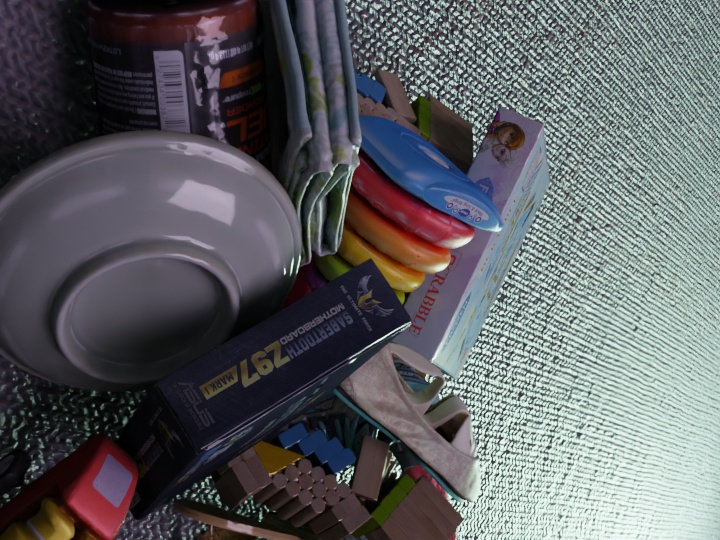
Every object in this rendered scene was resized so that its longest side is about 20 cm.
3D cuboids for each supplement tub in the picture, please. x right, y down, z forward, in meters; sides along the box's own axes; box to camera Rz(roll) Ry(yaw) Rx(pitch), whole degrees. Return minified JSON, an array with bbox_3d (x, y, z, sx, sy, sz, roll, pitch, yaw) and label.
[{"bbox_3d":[-0.107,-0.075,0.780,0.107,0.106,0.202,-34,130,-47],"label":"supplement tub"}]

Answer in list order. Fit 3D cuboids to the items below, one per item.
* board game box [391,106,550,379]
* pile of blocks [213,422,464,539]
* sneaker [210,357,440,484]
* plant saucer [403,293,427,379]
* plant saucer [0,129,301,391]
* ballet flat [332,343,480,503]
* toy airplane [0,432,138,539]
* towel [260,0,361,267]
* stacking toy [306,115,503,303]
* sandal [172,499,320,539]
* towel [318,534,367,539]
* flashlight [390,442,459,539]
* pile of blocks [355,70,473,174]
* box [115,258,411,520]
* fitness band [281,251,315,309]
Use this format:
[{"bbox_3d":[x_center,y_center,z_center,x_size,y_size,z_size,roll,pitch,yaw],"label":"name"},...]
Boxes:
[{"bbox_3d":[0.096,-0.014,1.039,0.201,0.041,0.200,-64,167,-4],"label":"board game box"},{"bbox_3d":[-0.024,0.164,0.936,0.062,0.199,0.083,-43,-156,56],"label":"pile of blocks"},{"bbox_3d":[-0.024,0.120,0.979,0.199,0.086,0.078,-23,121,-29],"label":"sneaker"},{"bbox_3d":[0.015,0.075,1.102,0.200,0.035,0.202,-29,126,-50],"label":"plant saucer"},{"bbox_3d":[-0.126,0.013,0.726,0.198,0.050,0.201,-11,136,-11],"label":"plant saucer"},{"bbox_3d":[0.049,0.109,0.933,0.062,0.068,0.200,-41,130,6],"label":"ballet flat"},{"bbox_3d":[-0.207,0.197,0.695,0.199,0.141,0.201,0,87,-35],"label":"toy airplane"},{"bbox_3d":[-0.039,-0.122,0.797,0.171,0.048,0.202,108,-23,-68],"label":"towel"},{"bbox_3d":[0.000,0.000,0.916,0.116,0.110,0.201,22,109,-42],"label":"stacking toy"},{"bbox_3d":[-0.083,0.226,0.973,0.211,0.077,0.070,30,76,-64],"label":"sandal"},{"bbox_3d":[-0.027,0.292,1.011,0.165,0.085,0.201,-31,151,-42],"label":"towel"},{"bbox_3d":[0.063,0.210,1.065,0.068,0.067,0.202,-8,84,-54],"label":"flashlight"},{"bbox_3d":[0.003,-0.109,0.985,0.199,0.062,0.083,12,48,-41],"label":"pile of blocks"},{"bbox_3d":[-0.071,0.079,0.789,0.157,0.051,0.200,-31,173,-29],"label":"box"},{"bbox_3d":[-0.086,0.013,0.920,0.143,0.037,0.202,28,78,-55],"label":"fitness band"}]
